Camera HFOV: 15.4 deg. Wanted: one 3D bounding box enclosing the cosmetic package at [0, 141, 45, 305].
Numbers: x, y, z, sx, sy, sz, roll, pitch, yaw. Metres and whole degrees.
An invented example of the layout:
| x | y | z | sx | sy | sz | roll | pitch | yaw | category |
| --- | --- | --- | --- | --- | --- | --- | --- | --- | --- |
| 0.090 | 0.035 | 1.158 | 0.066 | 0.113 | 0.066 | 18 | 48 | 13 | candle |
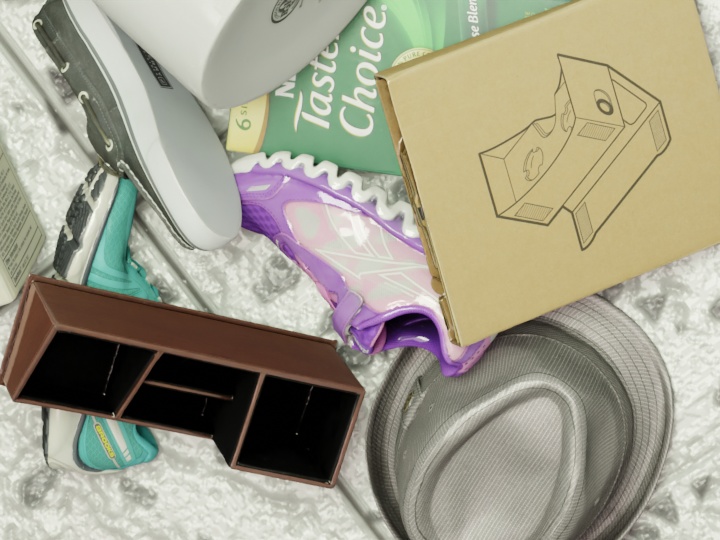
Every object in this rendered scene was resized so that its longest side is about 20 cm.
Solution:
| x | y | z | sx | sy | sz | roll | pitch | yaw | category |
| --- | --- | --- | --- | --- | --- | --- | --- | --- | --- |
| -0.271 | -0.074 | 1.571 | 0.087 | 0.103 | 0.201 | -18 | 109 | 14 | cosmetic package |

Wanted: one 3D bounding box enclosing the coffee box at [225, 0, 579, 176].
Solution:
| x | y | z | sx | sy | sz | roll | pitch | yaw | category |
| --- | --- | --- | --- | --- | --- | --- | --- | --- | --- |
| 0.025 | -0.116 | 1.565 | 0.199 | 0.044 | 0.124 | 10 | 103 | 7 | coffee box |

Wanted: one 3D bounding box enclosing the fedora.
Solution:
| x | y | z | sx | sy | sz | roll | pitch | yaw | category |
| --- | --- | --- | --- | --- | --- | --- | --- | --- | --- |
| 0.090 | 0.108 | 1.580 | 0.177 | 0.090 | 0.200 | 38 | 105 | -1 | fedora |

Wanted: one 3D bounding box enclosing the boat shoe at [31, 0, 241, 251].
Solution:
| x | y | z | sx | sy | sz | roll | pitch | yaw | category |
| --- | --- | --- | --- | --- | --- | --- | --- | --- | --- |
| -0.132 | -0.088 | 1.562 | 0.057 | 0.069 | 0.201 | -38 | 65 | 24 | boat shoe |

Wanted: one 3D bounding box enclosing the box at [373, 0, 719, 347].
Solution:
| x | y | z | sx | sy | sz | roll | pitch | yaw | category |
| --- | --- | --- | --- | --- | --- | --- | --- | --- | --- |
| 0.118 | -0.067 | 1.519 | 0.199 | 0.021 | 0.164 | -21 | 104 | -18 | box |

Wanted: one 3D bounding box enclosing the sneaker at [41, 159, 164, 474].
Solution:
| x | y | z | sx | sy | sz | roll | pitch | yaw | category |
| --- | --- | --- | --- | --- | --- | --- | --- | --- | --- |
| -0.150 | 0.027 | 1.620 | 0.079 | 0.078 | 0.201 | 3 | 109 | -10 | sneaker |

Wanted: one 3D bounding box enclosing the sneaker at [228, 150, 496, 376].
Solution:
| x | y | z | sx | sy | sz | roll | pitch | yaw | category |
| --- | --- | --- | --- | --- | --- | --- | --- | --- | --- |
| 0.000 | 0.000 | 1.556 | 0.199 | 0.081 | 0.089 | 23 | 73 | 11 | sneaker |

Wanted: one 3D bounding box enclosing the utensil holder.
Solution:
| x | y | z | sx | sy | sz | roll | pitch | yaw | category |
| --- | --- | --- | --- | --- | --- | --- | --- | --- | --- |
| -0.099 | -0.211 | 1.472 | 0.200 | 0.170 | 0.170 | 45 | 105 | 16 | utensil holder |

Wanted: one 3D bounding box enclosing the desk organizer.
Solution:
| x | y | z | sx | sy | sz | roll | pitch | yaw | category |
| --- | --- | --- | --- | --- | --- | --- | --- | --- | --- |
| -0.104 | 0.067 | 1.567 | 0.199 | 0.077 | 0.072 | 13 | 105 | -21 | desk organizer |
